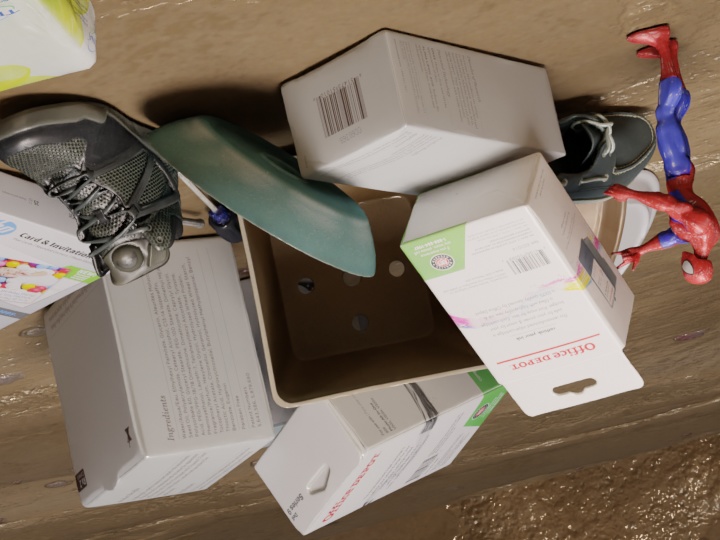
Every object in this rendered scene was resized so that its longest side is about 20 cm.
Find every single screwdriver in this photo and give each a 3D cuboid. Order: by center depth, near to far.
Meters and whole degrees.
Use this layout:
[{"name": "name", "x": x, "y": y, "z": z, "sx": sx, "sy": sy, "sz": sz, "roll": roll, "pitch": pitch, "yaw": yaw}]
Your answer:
[{"name": "screwdriver", "x": -0.126, "y": -0.052, "z": 1.748, "sx": 0.028, "sy": 0.029, "sz": 0.200, "roll": -15, "pitch": 170, "yaw": 7}]

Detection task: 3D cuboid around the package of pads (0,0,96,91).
[{"name": "package of pads", "x": -0.249, "y": -0.160, "z": 1.210, "sx": 0.154, "sy": 0.068, "sz": 0.200, "roll": -13, "pitch": 165, "yaw": 6}]

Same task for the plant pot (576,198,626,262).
[{"name": "plant pot", "x": 0.145, "y": -0.032, "z": 1.840, "sx": 0.093, "sy": 0.201, "sz": 0.201, "roll": 22, "pitch": -175, "yaw": 33}]

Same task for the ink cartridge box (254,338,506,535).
[{"name": "ink cartridge box", "x": 0.022, "y": 0.140, "z": 1.889, "sx": 0.200, "sy": 0.084, "sz": 0.146, "roll": -21, "pitch": 155, "yaw": -42}]

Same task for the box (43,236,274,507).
[{"name": "box", "x": -0.189, "y": 0.095, "z": 1.914, "sx": 0.131, "sy": 0.200, "sz": 0.199, "roll": -7, "pitch": 164, "yaw": -26}]

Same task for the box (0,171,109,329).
[{"name": "box", "x": -0.304, "y": -0.010, "z": 1.700, "sx": 0.200, "sy": 0.041, "sz": 0.156, "roll": -26, "pitch": 150, "yaw": 34}]

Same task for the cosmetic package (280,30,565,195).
[{"name": "cosmetic package", "x": 0.051, "y": -0.114, "z": 1.589, "sx": 0.113, "sy": 0.081, "sz": 0.200, "roll": -24, "pitch": 162, "yaw": 36}]

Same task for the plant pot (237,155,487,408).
[{"name": "plant pot", "x": 0.000, "y": 0.000, "z": 1.775, "sx": 0.200, "sy": 0.200, "sz": 0.177, "roll": -11, "pitch": 179, "yaw": -7}]

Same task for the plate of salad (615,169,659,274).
[{"name": "plate of salad", "x": 0.211, "y": -0.021, "z": 2.003, "sx": 0.200, "sy": 0.048, "sz": 0.200, "roll": -36, "pitch": 152, "yaw": -24}]

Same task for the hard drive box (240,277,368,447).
[{"name": "hard drive box", "x": -0.082, "y": 0.086, "z": 2.047, "sx": 0.200, "sy": 0.156, "sz": 0.077, "roll": -17, "pitch": 164, "yaw": 12}]

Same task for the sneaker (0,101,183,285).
[{"name": "sneaker", "x": -0.193, "y": -0.057, "z": 1.537, "sx": 0.076, "sy": 0.114, "sz": 0.199, "roll": -21, "pitch": 161, "yaw": 22}]

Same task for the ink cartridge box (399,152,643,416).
[{"name": "ink cartridge box", "x": 0.134, "y": 0.015, "z": 1.626, "sx": 0.117, "sy": 0.067, "sz": 0.200, "roll": -18, "pitch": 124, "yaw": 30}]

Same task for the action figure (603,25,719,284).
[{"name": "action figure", "x": 0.221, "y": -0.078, "z": 1.616, "sx": 0.099, "sy": 0.200, "sz": 0.065, "roll": -17, "pitch": 163, "yaw": 17}]

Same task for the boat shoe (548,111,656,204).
[{"name": "boat shoe", "x": 0.186, "y": -0.096, "z": 1.726, "sx": 0.200, "sy": 0.073, "sz": 0.062, "roll": -19, "pitch": 168, "yaw": -39}]

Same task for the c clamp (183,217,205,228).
[{"name": "c clamp", "x": -0.258, "y": -0.020, "z": 1.771, "sx": 0.200, "sy": 0.027, "sz": 0.171, "roll": -18, "pitch": 162, "yaw": 23}]

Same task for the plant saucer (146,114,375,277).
[{"name": "plant saucer", "x": -0.065, "y": -0.064, "z": 1.557, "sx": 0.036, "sy": 0.200, "sz": 0.200, "roll": -57, "pitch": 152, "yaw": 9}]
